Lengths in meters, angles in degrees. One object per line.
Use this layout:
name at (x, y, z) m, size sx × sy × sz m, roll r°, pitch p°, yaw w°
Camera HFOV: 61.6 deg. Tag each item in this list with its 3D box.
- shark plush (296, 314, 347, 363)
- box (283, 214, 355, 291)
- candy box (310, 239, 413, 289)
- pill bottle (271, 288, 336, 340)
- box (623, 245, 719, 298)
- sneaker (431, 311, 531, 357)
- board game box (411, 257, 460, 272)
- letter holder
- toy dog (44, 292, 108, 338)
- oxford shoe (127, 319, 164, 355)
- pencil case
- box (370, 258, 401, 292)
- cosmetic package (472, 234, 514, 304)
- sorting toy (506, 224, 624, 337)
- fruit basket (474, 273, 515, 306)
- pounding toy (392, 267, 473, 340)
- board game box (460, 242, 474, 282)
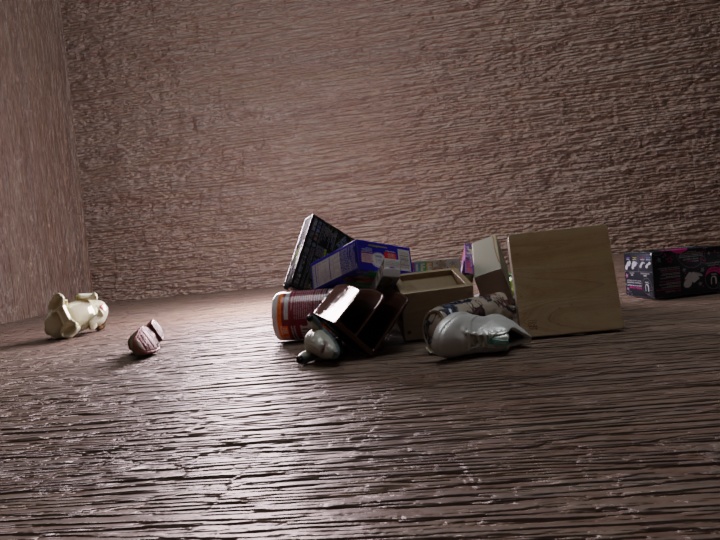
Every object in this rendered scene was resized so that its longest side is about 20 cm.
shark plush at (-0.065, 0.156, 1.185) m, size 0.081 × 0.093 × 0.201 m, roll 14°, pitch -15°, yaw 10°
box at (-0.095, -0.015, 1.530) m, size 0.158 × 0.205 × 0.044 m, roll 29°, pitch -28°, yaw -27°
candy box at (0.000, 0.000, 1.439) m, size 0.165 × 0.080 × 0.198 m, roll 7°, pitch -19°, yaw -36°
pill bottle at (-0.103, 0.102, 1.422) m, size 0.194 × 0.117 × 0.113 m, roll -5°, pitch 3°, yaw 10°
box at (0.797, 0.003, 1.540) m, size 0.193 × 0.119 × 0.132 m, roll -5°, pitch 2°, yaw -7°
sneaker at (0.216, 0.115, 1.055) m, size 0.195 × 0.078 × 0.088 m, roll -6°, pitch 15°, yaw -32°
board game box at (0.159, -0.007, 1.553) m, size 0.193 × 0.035 × 0.134 m, roll -4°, pitch -1°, yaw 10°
letter holder at (0.000, 0.073, 1.227) m, size 0.143 × 0.100 × 0.199 m, roll -52°, pitch 14°, yaw -9°
toy dog at (-0.931, 0.160, 2.014) m, size 0.194 × 0.140 × 0.199 m, roll -45°, pitch -12°, yaw 22°
oxford shoe at (-0.534, 0.179, 1.473) m, size 0.074 × 0.072 × 0.200 m, roll -32°, pitch 6°, yaw -3°
pencil case at (0.204, 0.101, 1.147) m, size 0.196 × 0.092 × 0.077 m, roll -10°, pitch 15°, yaw -34°
box at (0.053, 0.026, 1.331) m, size 0.040 × 0.040 × 0.201 m, roll 7°, pitch -19°, yaw -6°
cosmetic package at (0.331, 0.004, 1.519) m, size 0.071 × 0.105 × 0.201 m, roll -19°, pitch 23°, yaw 16°
sorting toy at (0.396, 0.026, 1.196) m, size 0.193 × 0.205 × 0.070 m, roll -5°, pitch -12°, yaw 3°
fruit basket at (0.370, 0.071, 1.603) m, size 0.196 × 0.096 × 0.184 m, roll -24°, pitch 9°, yaw -20°
pounding toy at (0.168, 0.083, 1.337) m, size 0.178 × 0.147 × 0.200 m, roll -6°, pitch 14°, yaw -3°
board game box at (0.274, 0.022, 1.575) m, size 0.031 × 0.123 × 0.201 m, roll 12°, pitch 24°, yaw 5°
